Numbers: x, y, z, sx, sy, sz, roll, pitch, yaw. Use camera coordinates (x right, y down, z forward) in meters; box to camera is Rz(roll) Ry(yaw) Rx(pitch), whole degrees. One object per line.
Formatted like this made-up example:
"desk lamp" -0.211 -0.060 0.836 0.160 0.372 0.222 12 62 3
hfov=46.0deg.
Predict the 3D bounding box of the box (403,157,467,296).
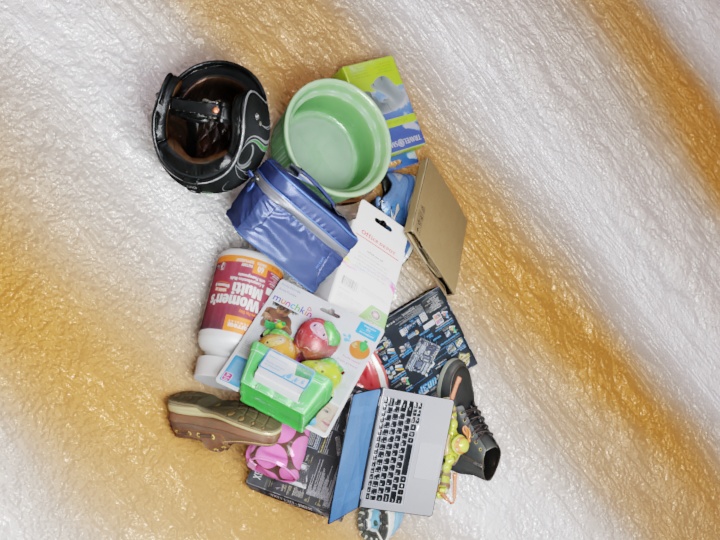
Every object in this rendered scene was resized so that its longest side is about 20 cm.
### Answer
"box" 0.139 -0.079 1.522 0.164 0.021 0.202 53 35 -32

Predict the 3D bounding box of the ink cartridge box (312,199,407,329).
"ink cartridge box" 0.000 0.000 1.395 0.116 0.067 0.203 32 59 -25

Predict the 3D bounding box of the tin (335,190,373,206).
"tin" -0.063 -0.168 1.486 0.197 0.042 0.114 -8 86 -30

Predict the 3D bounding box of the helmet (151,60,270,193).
"helmet" -0.229 -0.223 1.316 0.196 0.191 0.204 1 103 5

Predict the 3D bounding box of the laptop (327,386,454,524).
"laptop" 0.051 0.283 1.277 0.196 0.116 0.191 11 91 -14

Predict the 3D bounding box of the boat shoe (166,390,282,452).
"boat shoe" -0.199 0.229 1.241 0.072 0.197 0.069 -17 112 -60

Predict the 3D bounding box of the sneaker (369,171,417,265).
"sneaker" 0.051 -0.086 1.517 0.088 0.079 0.203 15 63 -18

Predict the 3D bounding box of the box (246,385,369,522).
"box" -0.071 0.268 1.328 0.155 0.050 0.203 15 67 11

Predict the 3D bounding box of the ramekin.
"ramekin" -0.055 -0.208 1.422 0.197 0.097 0.204 7 75 -27

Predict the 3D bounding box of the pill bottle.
"pill bottle" -0.190 0.078 1.313 0.108 0.109 0.204 20 69 -24

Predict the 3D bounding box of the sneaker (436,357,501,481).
"sneaker" 0.194 0.256 1.462 0.074 0.105 0.204 -11 100 -37

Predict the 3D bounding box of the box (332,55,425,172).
"box" 0.039 -0.285 1.565 0.121 0.047 0.203 -21 88 -31

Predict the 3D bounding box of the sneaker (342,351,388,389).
"sneaker" -0.012 0.208 1.404 0.115 0.078 0.202 -31 93 -32

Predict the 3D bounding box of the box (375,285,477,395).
"box" 0.097 0.142 1.498 0.198 0.046 0.161 -29 94 -31

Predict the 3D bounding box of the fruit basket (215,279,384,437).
"fruit basket" -0.084 0.119 1.232 0.183 0.094 0.202 26 61 10

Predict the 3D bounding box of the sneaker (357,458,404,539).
"sneaker" 0.047 0.343 1.399 0.089 0.077 0.204 6 96 -59

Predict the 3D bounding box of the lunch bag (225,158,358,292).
"lunch bag" -0.106 -0.082 1.309 0.199 0.136 0.133 40 93 -28

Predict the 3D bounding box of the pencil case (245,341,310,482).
"pencil case" -0.116 0.212 1.284 0.092 0.091 0.203 20 63 -19

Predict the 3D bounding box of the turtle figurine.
"turtle figurine" 0.136 0.285 1.418 0.063 0.161 0.204 11 73 -28
